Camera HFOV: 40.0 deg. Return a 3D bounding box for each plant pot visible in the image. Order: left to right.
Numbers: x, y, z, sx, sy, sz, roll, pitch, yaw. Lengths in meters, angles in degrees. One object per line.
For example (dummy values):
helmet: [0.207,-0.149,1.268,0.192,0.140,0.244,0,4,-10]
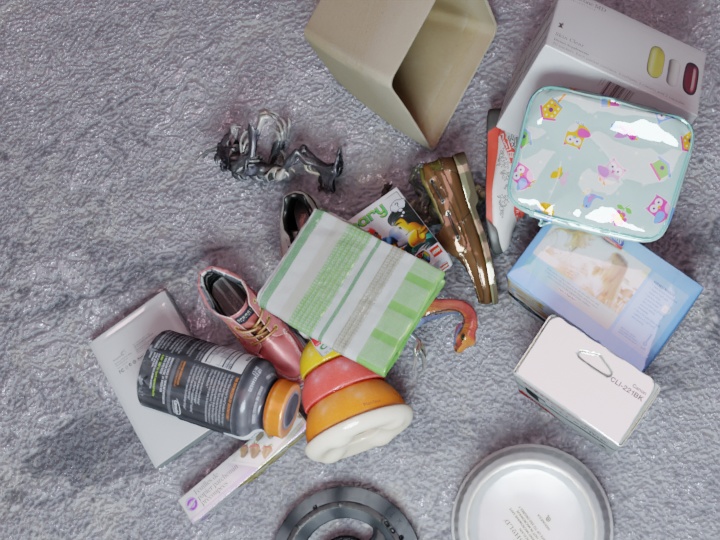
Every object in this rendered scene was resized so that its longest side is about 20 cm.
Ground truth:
plant pot: [0.045,-0.316,1.321,0.176,0.200,0.202,27,83,26]

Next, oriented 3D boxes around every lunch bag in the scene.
lunch bag: [0.269,-0.119,1.134,0.197,0.077,0.163,16,102,14]

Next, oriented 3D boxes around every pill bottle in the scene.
pill bottle: [-0.177,0.152,1.263,0.197,0.106,0.108,15,80,15]

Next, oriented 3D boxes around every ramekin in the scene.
ramekin: [0.206,0.308,1.189,0.199,0.094,0.206,-2,77,10]

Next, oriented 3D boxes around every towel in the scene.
towel: [-0.013,0.024,1.195,0.198,0.031,0.150,28,78,25]

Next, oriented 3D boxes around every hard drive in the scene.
hard drive: [-0.271,0.148,1.353,0.131,0.026,0.201,-34,74,2]

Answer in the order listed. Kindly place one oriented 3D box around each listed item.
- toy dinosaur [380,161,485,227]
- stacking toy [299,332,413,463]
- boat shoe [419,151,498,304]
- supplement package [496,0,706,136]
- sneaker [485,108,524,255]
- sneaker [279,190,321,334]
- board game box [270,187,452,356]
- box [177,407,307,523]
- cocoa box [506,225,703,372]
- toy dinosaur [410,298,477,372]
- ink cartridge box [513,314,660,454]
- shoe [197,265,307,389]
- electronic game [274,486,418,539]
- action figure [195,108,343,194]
toy dinosaur: [0.071,-0.088,1.333,0.198,0.047,0.089,-26,80,8]
stacking toy: [-0.029,0.128,1.255,0.144,0.146,0.202,-23,69,5]
boat shoe: [0.128,-0.048,1.284,0.067,0.072,0.203,-15,90,3]
supplement package: [0.295,-0.222,1.219,0.198,0.156,0.112,23,56,-4]
sneaker: [0.219,-0.121,1.295,0.106,0.067,0.205,-1,72,12]
sneaker: [-0.082,-0.012,1.327,0.073,0.080,0.203,-9,78,6]
board game box: [0.000,0.000,1.237,0.199,0.035,0.127,-35,57,-2]
box: [-0.149,0.254,1.298,0.199,0.041,0.039,-40,73,-1]
cocoa box: [0.295,0.027,1.217,0.199,0.131,0.134,37,86,16]
toy dinosaur: [0.057,0.059,1.240,0.199,0.181,0.106,34,58,-26]
ink cartridge box: [0.262,0.138,1.162,0.143,0.200,0.084,34,85,16]
shoe: [-0.140,0.076,1.310,0.071,0.091,0.200,-43,73,-1]
electronic game: [-0.019,0.375,1.244,0.197,0.042,0.203,-2,76,9]
action figure: [-0.121,-0.167,1.353,0.197,0.119,0.104,12,98,4]
